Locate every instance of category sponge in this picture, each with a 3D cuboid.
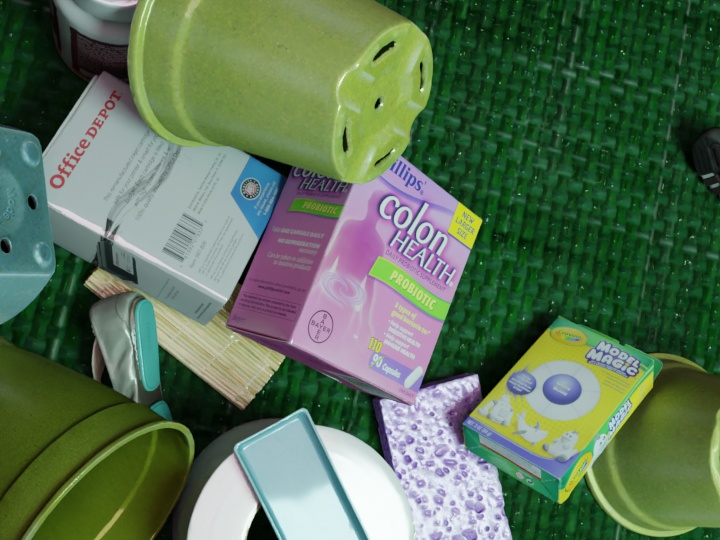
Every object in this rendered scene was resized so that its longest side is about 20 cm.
[{"bbox_3d":[0.086,0.214,0.976,0.111,0.030,0.201,-11,87,-18],"label":"sponge"}]

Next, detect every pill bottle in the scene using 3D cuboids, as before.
[{"bbox_3d":[-0.217,-0.243,0.848,0.114,0.200,0.115,2,84,-16],"label":"pill bottle"}]

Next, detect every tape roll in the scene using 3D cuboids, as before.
[{"bbox_3d":[-0.066,0.238,0.873,0.202,0.139,0.204,2,84,-15],"label":"tape roll"}]

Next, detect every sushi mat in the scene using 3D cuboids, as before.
[{"bbox_3d":[-0.161,0.038,0.932,0.200,0.012,0.096,40,76,-8],"label":"sushi mat"}]

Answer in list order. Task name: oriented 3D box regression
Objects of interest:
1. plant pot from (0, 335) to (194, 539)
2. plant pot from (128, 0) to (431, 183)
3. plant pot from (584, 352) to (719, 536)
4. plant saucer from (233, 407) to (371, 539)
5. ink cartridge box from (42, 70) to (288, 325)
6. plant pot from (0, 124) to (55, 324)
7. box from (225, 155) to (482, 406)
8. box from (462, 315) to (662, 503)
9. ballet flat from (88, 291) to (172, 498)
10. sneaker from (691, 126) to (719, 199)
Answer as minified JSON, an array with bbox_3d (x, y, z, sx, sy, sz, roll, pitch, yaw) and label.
[{"bbox_3d":[-0.277,0.156,0.787,0.193,0.200,0.201,33,74,20],"label":"plant pot"},{"bbox_3d":[-0.050,-0.164,0.778,0.184,0.200,0.201,27,74,26],"label":"plant pot"},{"bbox_3d":[0.356,0.183,0.976,0.200,0.184,0.201,2,84,-15],"label":"plant pot"},{"bbox_3d":[-0.034,0.219,0.803,0.070,0.019,0.201,-27,93,-17],"label":"plant saucer"},{"bbox_3d":[-0.190,-0.065,0.884,0.200,0.084,0.145,30,62,-11],"label":"ink cartridge box"},{"bbox_3d":[-0.356,-0.037,0.749,0.199,0.196,0.197,-9,86,20],"label":"plant pot"},{"bbox_3d":[0.000,0.000,0.901,0.176,0.097,0.201,33,74,-42],"label":"box"},{"bbox_3d":[0.208,0.126,0.963,0.200,0.117,0.048,-41,140,-30],"label":"box"},{"bbox_3d":[-0.212,0.121,0.891,0.063,0.067,0.201,-10,89,11],"label":"ballet flat"},{"bbox_3d":[0.471,-0.122,1.107,0.200,0.076,0.116,41,70,-19],"label":"sneaker"}]
